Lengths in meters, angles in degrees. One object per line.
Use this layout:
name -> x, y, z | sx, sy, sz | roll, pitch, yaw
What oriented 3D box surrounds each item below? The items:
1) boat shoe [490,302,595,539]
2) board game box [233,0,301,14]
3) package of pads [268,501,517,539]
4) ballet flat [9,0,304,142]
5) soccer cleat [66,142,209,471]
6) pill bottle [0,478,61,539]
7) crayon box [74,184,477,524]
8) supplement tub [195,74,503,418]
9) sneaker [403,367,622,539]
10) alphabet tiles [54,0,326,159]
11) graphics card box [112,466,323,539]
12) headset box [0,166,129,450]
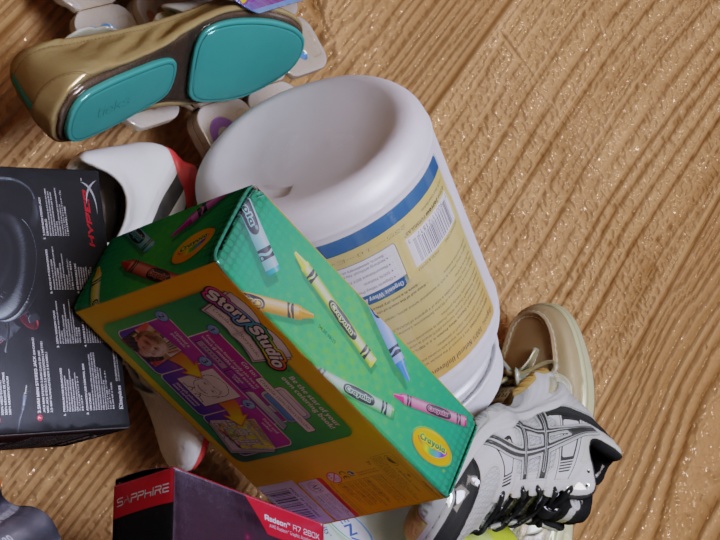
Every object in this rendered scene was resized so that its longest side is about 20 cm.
boat shoe -> 0.111, 0.114, 1.303 | 0.063, 0.073, 0.201 | 20, 66, -39
board game box -> -0.053, -0.242, 1.161 | 0.200, 0.039, 0.158 | -26, 85, -50
package of pads -> 0.016, 0.197, 1.163 | 0.200, 0.068, 0.155 | -11, 56, -43
ballet flat -> -0.117, -0.129, 1.123 | 0.063, 0.069, 0.200 | 41, 39, 25
soccer cleat -> -0.128, 0.020, 1.128 | 0.085, 0.069, 0.201 | 3, 72, -33
pill bottle -> -0.187, 0.194, 0.992 | 0.106, 0.106, 0.201 | -26, 95, -43
crayon box -> -0.044, 0.053, 1.056 | 0.200, 0.119, 0.058 | 47, 47, -25
supplement tub -> 0.000, 0.000, 1.160 | 0.145, 0.144, 0.200 | -56, 136, -37
sneaker -> 0.101, 0.126, 1.183 | 0.088, 0.076, 0.200 | 41, 35, 11
alphabet tiles -> -0.104, -0.161, 1.205 | 0.195, 0.015, 0.200 | -24, 85, -48
graphics card box -> -0.074, 0.213, 1.003 | 0.125, 0.051, 0.201 | 29, 52, -45
headset box -> -0.231, 0.022, 1.023 | 0.200, 0.075, 0.149 | -1, 78, -42
